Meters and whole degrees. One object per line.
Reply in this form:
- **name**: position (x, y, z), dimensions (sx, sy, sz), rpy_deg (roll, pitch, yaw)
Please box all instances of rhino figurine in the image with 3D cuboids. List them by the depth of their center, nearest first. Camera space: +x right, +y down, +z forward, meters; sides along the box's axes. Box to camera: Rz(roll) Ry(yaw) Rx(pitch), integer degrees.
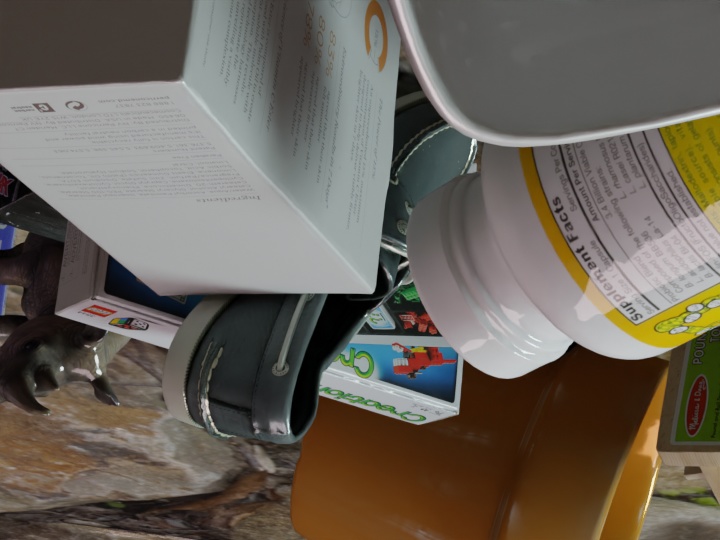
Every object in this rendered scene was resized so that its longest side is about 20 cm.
- **rhino figurine**: position (-0.145, 0.013, 1.061), dimensions (0.087, 0.200, 0.060), rpy_deg (-1, 118, -4)

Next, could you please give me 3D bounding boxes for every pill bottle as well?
- **pill bottle**: position (0.112, -0.036, 0.741), dimensions (0.200, 0.104, 0.104), rpy_deg (-30, 143, 33)

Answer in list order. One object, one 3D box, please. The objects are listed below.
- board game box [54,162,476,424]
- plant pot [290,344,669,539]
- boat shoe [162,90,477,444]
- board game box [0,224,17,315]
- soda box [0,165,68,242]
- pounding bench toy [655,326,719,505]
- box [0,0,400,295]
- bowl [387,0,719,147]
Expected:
- **board game box**: position (-0.036, -0.017, 0.990), dimensions (0.200, 0.127, 0.035), rpy_deg (20, 156, -34)
- **plant pot**: position (0.066, 0.122, 1.292), dimensions (0.183, 0.201, 0.200), rpy_deg (18, 164, 15)
- **boat shoe**: position (0.000, 0.000, 0.935), dimensions (0.062, 0.200, 0.073), rpy_deg (19, 141, 32)
- **board game box**: position (-0.293, 0.034, 1.155), dimensions (0.199, 0.160, 0.097), rpy_deg (11, 160, -18)
- **soda box**: position (-0.071, -0.033, 1.048), dimensions (0.200, 0.064, 0.071), rpy_deg (19, 157, -32)
- **pounding bench toy**: position (0.229, 0.108, 1.107), dimensions (0.124, 0.200, 0.156), rpy_deg (-2, 144, 25)
- **box**: position (-0.063, -0.081, 0.820), dimensions (0.097, 0.125, 0.200), rpy_deg (-1, 159, 19)
- **bowl**: position (0.085, -0.142, 0.542), dimensions (0.199, 0.075, 0.200), rpy_deg (-16, 124, -8)
